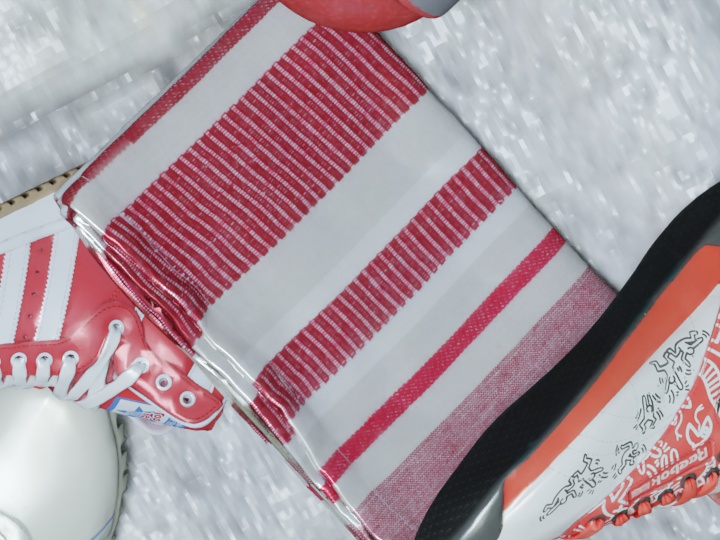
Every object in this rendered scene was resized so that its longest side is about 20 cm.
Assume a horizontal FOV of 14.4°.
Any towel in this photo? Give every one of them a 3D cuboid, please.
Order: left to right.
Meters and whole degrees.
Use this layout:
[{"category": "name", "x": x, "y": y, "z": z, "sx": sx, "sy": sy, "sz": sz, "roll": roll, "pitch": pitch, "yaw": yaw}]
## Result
[{"category": "towel", "x": 0.000, "y": 0.000, "z": 1.070, "sx": 0.200, "sy": 0.023, "sz": 0.144, "roll": 47, "pitch": 69, "yaw": -6}]

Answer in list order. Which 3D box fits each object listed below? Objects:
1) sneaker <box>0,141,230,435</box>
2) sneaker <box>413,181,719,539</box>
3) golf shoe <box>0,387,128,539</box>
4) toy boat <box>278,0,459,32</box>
[{"category": "sneaker", "x": -0.123, "y": 0.032, "z": 1.070, "sx": 0.199, "sy": 0.071, "sz": 0.113, "roll": -27, "pitch": 94, "yaw": -15}, {"category": "sneaker", "x": 0.115, "y": 0.069, "z": 1.052, "sx": 0.108, "sy": 0.067, "sz": 0.201, "roll": 47, "pitch": 70, "yaw": -11}, {"category": "golf shoe", "x": -0.152, "y": 0.130, "z": 1.120, "sx": 0.078, "sy": 0.097, "sz": 0.201, "roll": 24, "pitch": 104, "yaw": 2}, {"category": "toy boat", "x": -0.029, "y": -0.149, "z": 0.990, "sx": 0.200, "sy": 0.131, "sz": 0.130, "roll": 34, "pitch": 124, "yaw": -22}]
